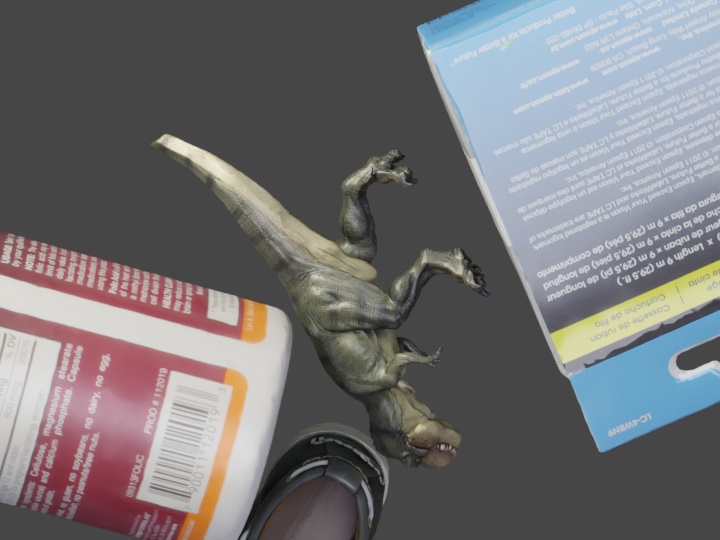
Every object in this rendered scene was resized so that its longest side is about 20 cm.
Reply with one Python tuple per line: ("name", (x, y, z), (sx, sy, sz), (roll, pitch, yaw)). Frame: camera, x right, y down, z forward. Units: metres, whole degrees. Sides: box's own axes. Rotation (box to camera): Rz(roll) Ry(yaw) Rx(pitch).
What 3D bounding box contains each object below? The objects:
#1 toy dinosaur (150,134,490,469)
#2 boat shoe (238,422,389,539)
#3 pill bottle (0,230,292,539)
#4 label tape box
("toy dinosaur", (0.000, 0.000, 1.338), (0.088, 0.047, 0.200), (-35, 99, 11))
("boat shoe", (-0.046, 0.167, 1.360), (0.072, 0.068, 0.201), (22, 102, -9))
("pill bottle", (-0.139, 0.047, 1.301), (0.199, 0.114, 0.115), (16, 101, -7))
("label tape box", (0.128, -0.042, 1.328), (0.143, 0.066, 0.201), (-24, 106, 2))
